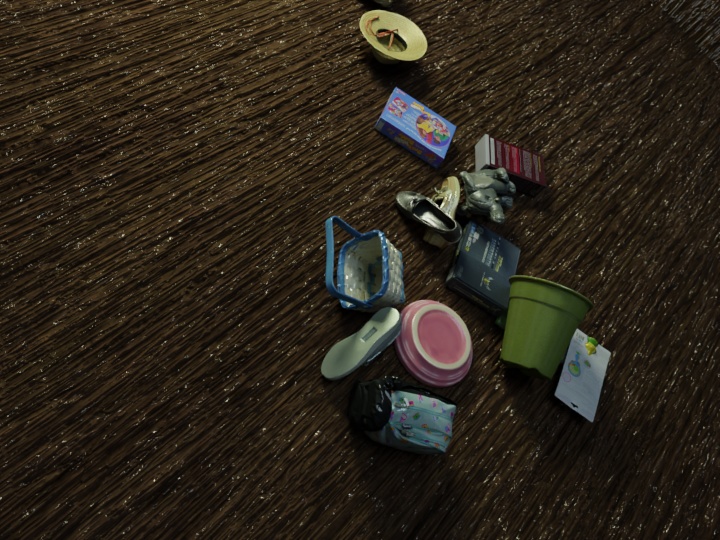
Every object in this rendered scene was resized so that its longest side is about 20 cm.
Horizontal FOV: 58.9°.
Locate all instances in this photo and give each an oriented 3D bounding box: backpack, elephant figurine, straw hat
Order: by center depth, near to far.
[{"bbox_3d":[0.088,0.285,1.247,0.197,0.166,0.129,19,76,-19],"label":"backpack"},{"bbox_3d":[0.301,-0.185,1.595,0.199,0.153,0.144,-31,100,-52],"label":"elephant figurine"},{"bbox_3d":[0.079,-0.623,1.771,0.197,0.085,0.204,11,56,-16],"label":"straw hat"}]

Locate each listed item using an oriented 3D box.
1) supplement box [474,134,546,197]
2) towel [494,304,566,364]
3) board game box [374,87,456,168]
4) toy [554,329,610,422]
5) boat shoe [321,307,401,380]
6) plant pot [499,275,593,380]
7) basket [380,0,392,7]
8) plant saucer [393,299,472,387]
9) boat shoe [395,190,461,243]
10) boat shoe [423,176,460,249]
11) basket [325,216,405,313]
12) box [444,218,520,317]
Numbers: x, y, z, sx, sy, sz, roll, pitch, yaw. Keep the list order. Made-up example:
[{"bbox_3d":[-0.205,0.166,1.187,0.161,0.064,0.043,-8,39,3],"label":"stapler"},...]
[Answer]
[{"bbox_3d":[0.416,-0.291,1.772,0.197,0.061,0.111,16,58,-17],"label":"supplement box"},{"bbox_3d":[0.433,0.122,1.572,0.198,0.031,0.151,31,53,-8],"label":"towel"},{"bbox_3d":[0.148,-0.381,1.697,0.198,0.045,0.136,31,54,-8],"label":"board game box"},{"bbox_3d":[0.527,0.252,1.537,0.114,0.047,0.202,34,60,-6],"label":"toy"},{"bbox_3d":[0.009,0.162,1.304,0.200,0.072,0.070,-39,52,-11],"label":"boat shoe"},{"bbox_3d":[0.403,0.139,1.452,0.197,0.200,0.193,24,81,-12],"label":"plant pot"},{"bbox_3d":[0.055,-0.898,1.863,0.173,0.139,0.204,18,87,-17],"label":"basket"},{"bbox_3d":[0.169,0.154,1.410,0.197,0.051,0.204,12,59,-21],"label":"plant saucer"},{"bbox_3d":[0.161,-0.140,1.519,0.199,0.057,0.067,38,82,24],"label":"boat shoe"},{"bbox_3d":[0.202,-0.153,1.581,0.062,0.073,0.203,17,60,-9],"label":"boat shoe"},{"bbox_3d":[0.000,0.000,1.334,0.199,0.137,0.179,34,46,-43],"label":"basket"},{"bbox_3d":[0.303,-0.009,1.566,0.156,0.051,0.202,31,54,-9],"label":"box"}]
